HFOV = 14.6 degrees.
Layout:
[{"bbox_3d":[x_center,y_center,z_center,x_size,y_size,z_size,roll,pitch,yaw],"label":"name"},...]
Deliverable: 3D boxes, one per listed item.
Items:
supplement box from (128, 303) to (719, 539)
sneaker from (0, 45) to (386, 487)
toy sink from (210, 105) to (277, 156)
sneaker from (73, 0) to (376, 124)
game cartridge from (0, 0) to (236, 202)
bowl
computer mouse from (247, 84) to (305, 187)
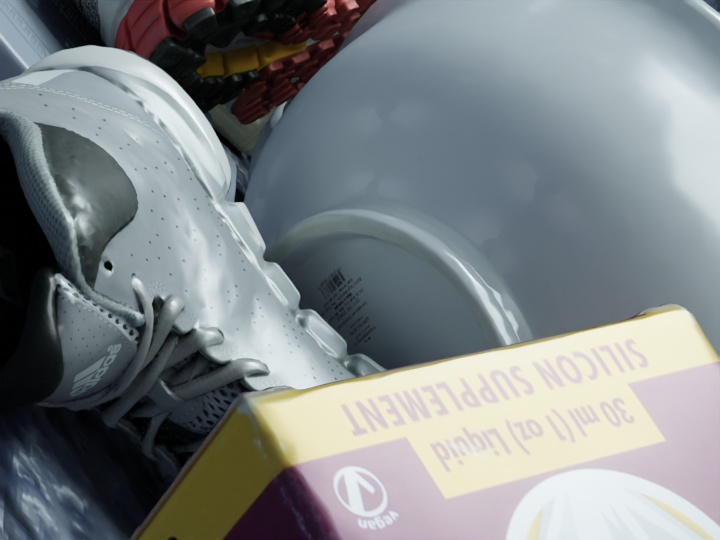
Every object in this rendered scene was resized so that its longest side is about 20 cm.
[{"bbox_3d":[0.047,0.121,0.562,0.130,0.103,0.201,-11,60,-41],"label":"supplement box"},{"bbox_3d":[-0.044,0.037,0.668,0.200,0.075,0.115,51,21,9],"label":"sneaker"},{"bbox_3d":[-0.056,-0.153,0.969,0.200,0.130,0.112,43,17,-46],"label":"toy sink"},{"bbox_3d":[-0.037,-0.098,0.852,0.082,0.078,0.200,54,11,7],"label":"sneaker"},{"bbox_3d":[-0.108,-0.078,0.790,0.200,0.040,0.133,51,9,-17],"label":"game cartridge"},{"bbox_3d":[0.032,0.019,0.750,0.090,0.201,0.202,-24,77,-47],"label":"bowl"},{"bbox_3d":[0.000,0.000,0.903,0.200,0.044,0.110,-132,-145,-58],"label":"computer mouse"}]
